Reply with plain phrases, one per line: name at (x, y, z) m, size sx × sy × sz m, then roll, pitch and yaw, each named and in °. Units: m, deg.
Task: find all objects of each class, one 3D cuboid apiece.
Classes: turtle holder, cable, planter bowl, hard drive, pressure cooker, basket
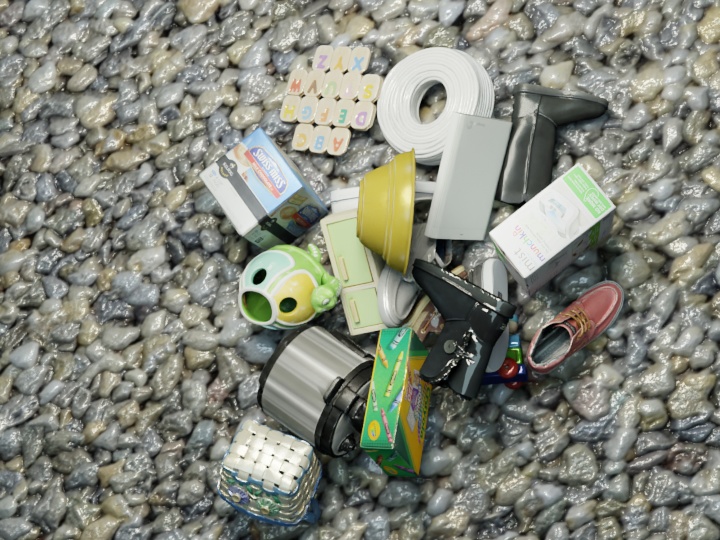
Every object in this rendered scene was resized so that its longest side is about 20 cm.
turtle holder at (-0.118, 0.043, 1.621) m, size 0.185 × 0.132 × 0.142 m, roll 31°, pitch 127°, yaw 21°
cable at (0.123, -0.279, 1.643) m, size 0.200 × 0.069 × 0.200 m, roll -48°, pitch 59°, yaw 17°
planter bowl at (0.036, -0.094, 1.526) m, size 0.083 × 0.200 × 0.202 m, roll 3°, pitch 82°, yaw -2°
hard drive at (0.176, -0.150, 1.590) m, size 0.026 × 0.131 × 0.202 m, roll 26°, pitch 109°, yaw 44°
pressure cooker at (-0.046, 0.204, 1.586) m, size 0.199 × 0.175 × 0.180 m, roll 31°, pitch 120°, yaw 25°
basket at (-0.150, 0.339, 1.592) m, size 0.175 × 0.200 × 0.140 m, roll 18°, pitch 62°, yaw 13°

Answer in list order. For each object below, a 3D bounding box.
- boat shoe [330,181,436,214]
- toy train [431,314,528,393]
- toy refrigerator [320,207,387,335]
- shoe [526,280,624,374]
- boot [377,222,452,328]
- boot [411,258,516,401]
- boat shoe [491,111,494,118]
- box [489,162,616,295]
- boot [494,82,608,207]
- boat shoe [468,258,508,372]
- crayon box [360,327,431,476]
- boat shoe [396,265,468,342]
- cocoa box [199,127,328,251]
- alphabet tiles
boat shoe at (0.047, -0.114, 1.675) m, size 0.198 × 0.074 × 0.066 m, roll -5°, pitch 90°, yaw 20°
toy train at (0.172, 0.138, 1.615) m, size 0.198 × 0.085 × 0.117 m, roll -7°, pitch 67°, yaw 14°
toy refrigerator at (0.000, 0.000, 1.632) m, size 0.075 × 0.070 × 0.202 m, roll -11°, pitch 100°, yaw 20°
shoe at (0.347, 0.091, 1.575) m, size 0.200 × 0.091 × 0.072 m, roll -43°, pitch 77°, yaw 3°
boot at (0.094, 0.000, 1.604) m, size 0.095 × 0.074 × 0.201 m, roll -13°, pitch 49°, yaw 37°
boot at (0.127, 0.090, 1.508) m, size 0.199 × 0.076 × 0.169 m, roll 30°, pitch 95°, yaw 34°
boat shoe at (0.200, -0.218, 1.662) m, size 0.073 × 0.065 × 0.202 m, roll -11°, pitch 80°, yaw 9°
box at (0.305, -0.058, 1.550) m, size 0.176 × 0.200 × 0.097 m, roll -38°, pitch 76°, yaw 5°
boot at (0.319, -0.199, 1.633) m, size 0.163 × 0.066 × 0.202 m, roll 9°, pitch 85°, yaw 4°
boat shoe at (0.194, 0.074, 1.573) m, size 0.066 × 0.070 × 0.201 m, roll -17°, pitch 55°, yaw 36°
crayon box at (0.061, 0.205, 1.527) m, size 0.058 × 0.119 × 0.201 m, roll -3°, pitch 58°, yaw 23°
boat shoe at (0.121, 0.082, 1.636) m, size 0.072 × 0.072 × 0.200 m, roll 41°, pitch 95°, yaw 7°
cocoa box at (-0.157, -0.129, 1.651) m, size 0.131 × 0.200 × 0.134 m, roll -37°, pitch 77°, yaw 3°
alphabet tiles at (-0.054, -0.301, 1.714) m, size 0.199 × 0.015 × 0.197 m, roll 12°, pitch 85°, yaw 34°
